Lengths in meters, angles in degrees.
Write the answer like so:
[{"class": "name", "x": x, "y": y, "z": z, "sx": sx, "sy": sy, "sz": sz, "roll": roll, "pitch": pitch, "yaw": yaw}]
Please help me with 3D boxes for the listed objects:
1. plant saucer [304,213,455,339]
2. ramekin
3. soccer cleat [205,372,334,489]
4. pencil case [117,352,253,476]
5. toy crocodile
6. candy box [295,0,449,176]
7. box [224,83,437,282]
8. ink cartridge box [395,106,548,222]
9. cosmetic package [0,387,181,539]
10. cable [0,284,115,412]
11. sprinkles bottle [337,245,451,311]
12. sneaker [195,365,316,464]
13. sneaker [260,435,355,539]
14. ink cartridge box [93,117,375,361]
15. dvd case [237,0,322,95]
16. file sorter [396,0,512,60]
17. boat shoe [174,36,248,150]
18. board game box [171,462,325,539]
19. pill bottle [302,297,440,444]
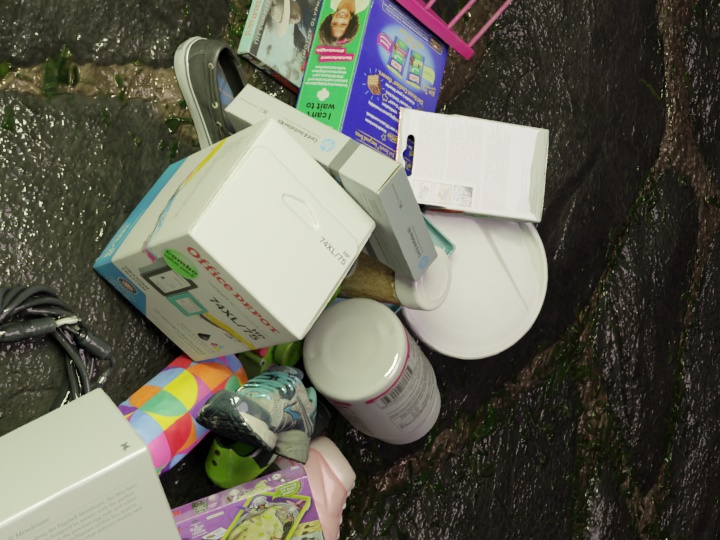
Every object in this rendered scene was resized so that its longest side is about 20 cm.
[{"class": "plant saucer", "x": 0.018, "y": 0.023, "z": 1.473, "sx": 0.070, "sy": 0.019, "sz": 0.200, "roll": 43, "pitch": 86, "yaw": -11}, {"class": "ramekin", "x": 0.119, "y": 0.005, "z": 1.563, "sx": 0.201, "sy": 0.094, "sz": 0.204, "roll": -1, "pitch": 91, "yaw": -20}, {"class": "soccer cleat", "x": -0.088, "y": 0.160, "z": 1.389, "sx": 0.200, "sy": 0.067, "sz": 0.081, "roll": -38, "pitch": 153, "yaw": -40}, {"class": "pencil case", "x": -0.190, "y": 0.151, "z": 1.264, "sx": 0.200, "sy": 0.088, "sz": 0.089, "roll": -37, "pitch": 122, "yaw": -40}, {"class": "toy crocodile", "x": -0.082, "y": 0.041, "z": 1.358, "sx": 0.201, "sy": 0.067, "sz": 0.062, "roll": -60, "pitch": 152, "yaw": 11}, {"class": "candy box", "x": 0.010, "y": -0.188, "z": 1.438, "sx": 0.169, "sy": 0.077, "sz": 0.201, "roll": 25, "pitch": 74, "yaw": -53}, {"class": "box", "x": -0.027, "y": -0.084, "z": 1.248, "sx": 0.041, "sy": 0.199, "sz": 0.156, "roll": -49, "pitch": 148, "yaw": -15}, {"class": "ink cartridge box", "x": 0.118, "y": -0.119, "z": 1.476, "sx": 0.199, "sy": 0.050, "sz": 0.110, "roll": 6, "pitch": 89, "yaw": -26}, {"class": "cosmetic package", "x": -0.261, "y": 0.243, "z": 1.094, "sx": 0.199, "sy": 0.123, "sz": 0.201, "roll": -26, "pitch": 124, "yaw": -21}, {"class": "cable", "x": -0.305, "y": 0.113, "z": 1.141, "sx": 0.200, "sy": 0.051, "sz": 0.164, "roll": -57, "pitch": 133, "yaw": -29}, {"class": "sprinkles bottle", "x": 0.000, "y": 0.000, "z": 1.383, "sx": 0.068, "sy": 0.199, "sz": 0.069, "roll": -9, "pitch": 102, "yaw": -50}, {"class": "sneaker", "x": -0.096, "y": 0.128, "z": 1.256, "sx": 0.200, "sy": 0.077, "sz": 0.087, "roll": 44, "pitch": 63, "yaw": -69}, {"class": "sneaker", "x": -0.042, "y": 0.282, "z": 1.465, "sx": 0.104, "sy": 0.075, "sz": 0.201, "roll": -27, "pitch": 111, "yaw": -40}, {"class": "ink cartridge box", "x": -0.119, "y": -0.023, "z": 1.207, "sx": 0.147, "sy": 0.200, "sz": 0.146, "roll": 45, "pitch": 59, "yaw": -20}, {"class": "dvd case", "x": -0.049, "y": -0.263, "z": 1.433, "sx": 0.200, "sy": 0.022, "sz": 0.147, "roll": 30, "pitch": 72, "yaw": -48}, {"class": "file sorter", "x": 0.074, "y": -0.360, "z": 1.443, "sx": 0.126, "sy": 0.139, "sz": 0.200, "roll": -48, "pitch": 140, "yaw": 12}, {"class": "boat shoe", "x": -0.123, "y": -0.147, "z": 1.320, "sx": 0.070, "sy": 0.066, "sz": 0.201, "roll": -43, "pitch": 125, "yaw": -39}, {"class": "board game box", "x": -0.136, "y": 0.278, "z": 1.291, "sx": 0.199, "sy": 0.032, "sz": 0.121, "roll": -18, "pitch": 124, "yaw": -9}, {"class": "pill bottle", "x": 0.019, "y": 0.117, "z": 1.405, "sx": 0.114, "sy": 0.113, "sz": 0.200, "roll": -69, "pitch": 156, "yaw": -17}]
